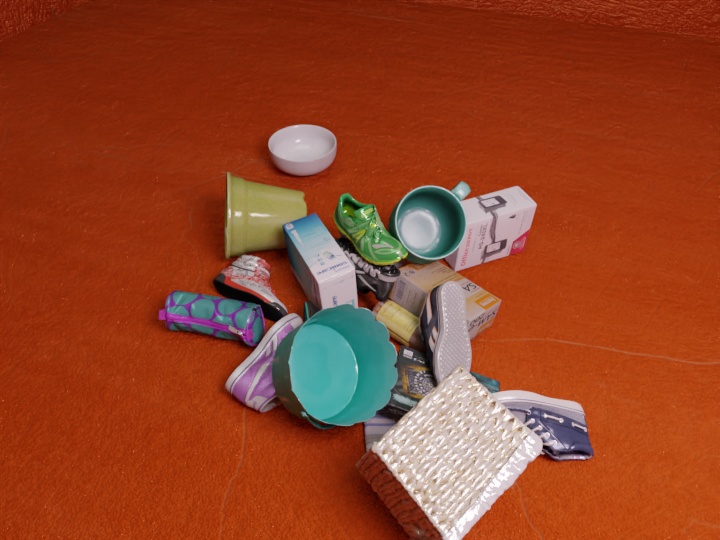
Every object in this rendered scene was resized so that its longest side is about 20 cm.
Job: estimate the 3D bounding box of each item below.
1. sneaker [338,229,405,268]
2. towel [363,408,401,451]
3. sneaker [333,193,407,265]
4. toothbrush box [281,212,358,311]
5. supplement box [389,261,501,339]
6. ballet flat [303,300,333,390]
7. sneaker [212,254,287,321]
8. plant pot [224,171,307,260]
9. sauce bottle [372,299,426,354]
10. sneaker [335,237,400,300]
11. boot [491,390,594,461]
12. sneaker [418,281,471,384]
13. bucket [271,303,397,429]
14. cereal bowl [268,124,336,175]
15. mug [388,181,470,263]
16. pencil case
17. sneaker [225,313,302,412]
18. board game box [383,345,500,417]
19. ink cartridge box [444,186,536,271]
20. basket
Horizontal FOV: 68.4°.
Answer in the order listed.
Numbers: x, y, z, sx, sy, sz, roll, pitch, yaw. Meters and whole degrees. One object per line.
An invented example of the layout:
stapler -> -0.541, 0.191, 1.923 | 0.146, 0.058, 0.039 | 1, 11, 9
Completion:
sneaker -> 0.029, -0.073, 1.205 | 0.115, 0.202, 0.073 | -33, 13, -35
towel -> 0.077, 0.268, 0.947 | 0.145, 0.024, 0.201 | -3, 45, -2
sneaker -> 0.012, -0.083, 1.060 | 0.074, 0.084, 0.200 | -33, 57, -27
toothbrush box -> -0.086, -0.001, 1.133 | 0.084, 0.148, 0.201 | -21, 47, -16
supplement box -> 0.172, 0.058, 1.106 | 0.199, 0.074, 0.125 | 34, 38, 30
ballet flat -> -0.080, 0.151, 1.044 | 0.067, 0.068, 0.202 | 3, 54, -10
sneaker -> -0.217, 0.030, 1.160 | 0.200, 0.068, 0.108 | 22, 51, 25
plant pot -> -0.225, -0.125, 1.252 | 0.182, 0.202, 0.202 | 0, 42, -17
sauce bottle -> 0.111, 0.129, 1.062 | 0.199, 0.066, 0.066 | 34, 53, 27
sneaker -> 0.000, 0.000, 1.113 | 0.066, 0.092, 0.199 | -10, 33, -39
boot -> 0.300, 0.265, 0.897 | 0.197, 0.073, 0.091 | 8, 47, -10
sneaker -> 0.155, 0.126, 0.980 | 0.078, 0.079, 0.203 | 12, 71, -24
bucket -> -0.050, 0.169, 0.915 | 0.205, 0.135, 0.210 | 8, 72, -25
cereal bowl -> -0.164, -0.334, 1.522 | 0.197, 0.084, 0.202 | 0, 45, 0
mug -> 0.149, -0.094, 1.118 | 0.183, 0.114, 0.154 | -11, 86, -10
pencil case -> -0.297, 0.096, 1.079 | 0.197, 0.086, 0.092 | 9, 16, 10
sneaker -> -0.149, 0.181, 1.010 | 0.113, 0.073, 0.201 | 27, 60, 20
board game box -> 0.150, 0.226, 0.954 | 0.198, 0.028, 0.136 | 20, 44, 2
ink cartridge box -> 0.290, -0.096, 1.231 | 0.198, 0.146, 0.084 | -17, 47, -17
basket -> 0.120, 0.274, 0.777 | 0.199, 0.199, 0.161 | -36, 73, -23
